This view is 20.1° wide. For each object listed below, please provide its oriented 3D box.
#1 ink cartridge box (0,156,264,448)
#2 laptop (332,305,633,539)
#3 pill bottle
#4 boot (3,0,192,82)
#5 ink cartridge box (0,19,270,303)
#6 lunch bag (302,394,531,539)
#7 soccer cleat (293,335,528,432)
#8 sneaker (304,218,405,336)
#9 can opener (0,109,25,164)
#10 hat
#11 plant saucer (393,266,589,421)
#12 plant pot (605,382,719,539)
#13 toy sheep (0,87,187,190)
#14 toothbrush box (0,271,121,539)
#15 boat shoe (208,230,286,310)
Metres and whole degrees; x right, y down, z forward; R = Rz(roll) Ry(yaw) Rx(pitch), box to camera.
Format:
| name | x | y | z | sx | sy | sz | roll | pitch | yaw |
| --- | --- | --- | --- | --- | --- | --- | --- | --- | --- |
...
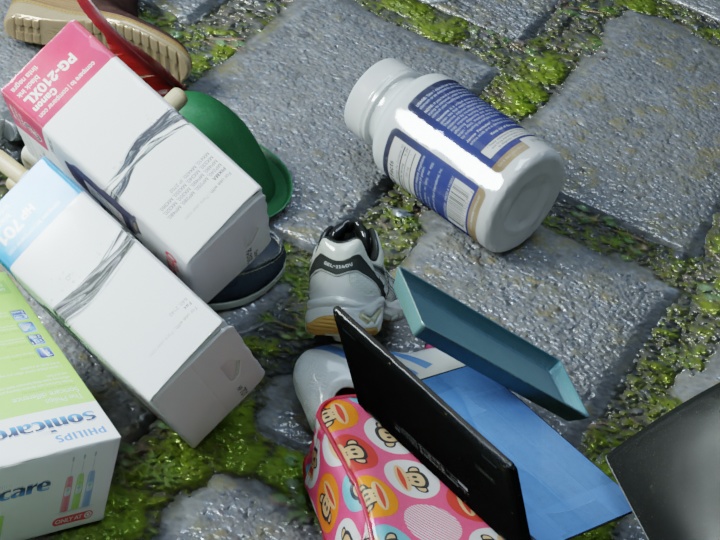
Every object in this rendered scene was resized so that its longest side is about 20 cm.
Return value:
| name | x | y | z | sx | sy | sz | roll | pitch | yaw |
| --- | --- | --- | --- | --- | --- | --- | --- | --- | --- |
| ink cartridge box | -0.180 | 0.026 | 1.531 | 0.086 | 0.147 | 0.200 | -45 | 70 | -8 |
| laptop | 0.095 | 0.102 | 1.467 | 0.116 | 0.200 | 0.187 | -39 | 57 | -17 |
| pill bottle | 0.083 | -0.113 | 1.889 | 0.200 | 0.111 | 0.111 | 38 | 40 | 27 |
| boot | -0.236 | -0.258 | 1.996 | 0.199 | 0.073 | 0.167 | 17 | 37 | 8 |
| ink cartridge box | -0.169 | -0.077 | 1.560 | 0.200 | 0.145 | 0.084 | 42 | 79 | 10 |
| lunch bag | 0.060 | 0.177 | 1.506 | 0.175 | 0.082 | 0.200 | 2 | 37 | -21 |
| soccer cleat | 0.043 | 0.101 | 1.630 | 0.199 | 0.070 | 0.087 | 1 | 52 | -16 |
| sneaker | 0.000 | 0.000 | 1.669 | 0.075 | 0.088 | 0.200 | 2 | 6 | 4 |
| can opener | -0.314 | -0.125 | 1.799 | 0.066 | 0.053 | 0.200 | 37 | 40 | 29 |
| hat | -0.139 | -0.151 | 1.794 | 0.199 | 0.177 | 0.166 | -14 | 43 | -35 |
| plant saucer | 0.101 | 0.062 | 1.583 | 0.200 | 0.019 | 0.070 | 31 | 24 | -38 |
| plant pot | 0.335 | 0.174 | 1.476 | 0.200 | 0.177 | 0.200 | 28 | 25 | -36 |
| toy sheep | -0.221 | -0.085 | 1.702 | 0.138 | 0.138 | 0.200 | 36 | 77 | 27 |
| toothbrush box | -0.286 | 0.102 | 1.470 | 0.145 | 0.086 | 0.200 | -12 | 43 | -34 |
| boat shoe | -0.144 | -0.009 | 1.698 | 0.199 | 0.062 | 0.075 | -10 | 44 | -31 |
